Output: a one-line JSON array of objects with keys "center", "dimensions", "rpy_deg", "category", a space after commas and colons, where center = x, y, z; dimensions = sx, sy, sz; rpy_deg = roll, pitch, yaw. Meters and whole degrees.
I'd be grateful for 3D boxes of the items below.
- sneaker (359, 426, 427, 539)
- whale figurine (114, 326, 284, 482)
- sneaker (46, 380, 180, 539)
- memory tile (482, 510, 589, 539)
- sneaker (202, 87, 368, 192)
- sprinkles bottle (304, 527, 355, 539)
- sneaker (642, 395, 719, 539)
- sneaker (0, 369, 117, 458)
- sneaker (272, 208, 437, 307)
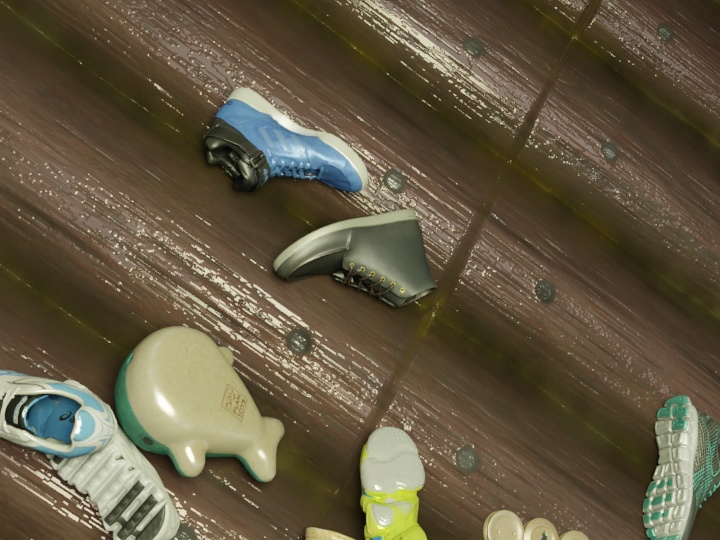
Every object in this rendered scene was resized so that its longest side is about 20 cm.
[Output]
[{"center": [0.027, 0.277, 0.931], "dimensions": [0.074, 0.107, 0.203], "rpy_deg": [9, 41, -9], "category": "sneaker"}, {"center": [-0.171, 0.152, 0.892], "dimensions": [0.199, 0.103, 0.161], "rpy_deg": [40, 37, -28], "category": "whale figurine"}, {"center": [-0.253, 0.198, 0.857], "dimensions": [0.075, 0.081, 0.200], "rpy_deg": [-41, 69, -4], "category": "sneaker"}, {"center": [0.226, 0.377, 0.992], "dimensions": [0.196, 0.017, 0.157], "rpy_deg": [19, 68, -12], "category": "memory tile"}, {"center": [-0.094, -0.124, 1.003], "dimensions": [0.197, 0.077, 0.112], "rpy_deg": [32, 60, -2], "category": "sneaker"}, {"center": [-0.054, 0.374, 0.868], "dimensions": [0.067, 0.068, 0.204], "rpy_deg": [21, 67, -11], "category": "sprinkles bottle"}, {"center": [0.418, 0.265, 1.064], "dimensions": [0.090, 0.077, 0.204], "rpy_deg": [24, 69, -14], "category": "sneaker"}, {"center": [-0.330, 0.133, 0.816], "dimensions": [0.195, 0.073, 0.074], "rpy_deg": [7, 70, 16], "category": "sneaker"}, {"center": [0.000, 0.000, 0.999], "dimensions": [0.196, 0.075, 0.108], "rpy_deg": [-17, 77, -24], "category": "sneaker"}]
